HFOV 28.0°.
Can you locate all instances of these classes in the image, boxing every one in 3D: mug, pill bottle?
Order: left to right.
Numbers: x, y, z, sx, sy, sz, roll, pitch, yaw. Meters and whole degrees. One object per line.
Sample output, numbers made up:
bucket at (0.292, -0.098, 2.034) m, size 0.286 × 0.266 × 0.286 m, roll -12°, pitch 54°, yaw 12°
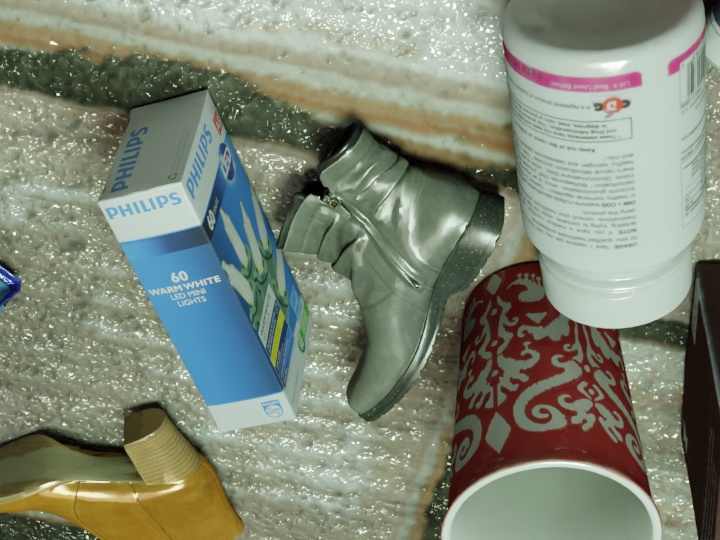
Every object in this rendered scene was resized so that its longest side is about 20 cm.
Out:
mug at (0.123, 0.115, 0.958) m, size 0.133 × 0.200 × 0.178 m, roll -8°, pitch 129°, yaw 10°
pill bottle at (0.148, -0.071, 0.861) m, size 0.113 × 0.114 × 0.201 m, roll -5°, pitch 128°, yaw 8°

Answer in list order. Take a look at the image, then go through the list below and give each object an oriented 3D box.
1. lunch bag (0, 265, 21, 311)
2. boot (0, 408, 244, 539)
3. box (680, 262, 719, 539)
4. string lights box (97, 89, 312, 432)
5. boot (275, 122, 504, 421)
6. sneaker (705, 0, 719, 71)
lunch bag at (-0.363, 0.004, 0.985) m, size 0.150 × 0.094 × 0.200 m, roll -35°, pitch 110°, yaw 31°
boot at (-0.203, 0.191, 1.125) m, size 0.200 × 0.071 × 0.144 m, roll -17°, pitch 123°, yaw 11°
box at (0.325, 0.105, 0.958) m, size 0.199 × 0.165 × 0.167 m, roll -2°, pitch 129°, yaw 6°
string lights box at (-0.096, -0.003, 0.940) m, size 0.059 × 0.103 × 0.201 m, roll -11°, pitch 128°, yaw 15°
boot at (0.000, 0.000, 0.969) m, size 0.130 × 0.068 × 0.201 m, roll 23°, pitch 120°, yaw -9°
sneaker at (0.312, -0.145, 0.812) m, size 0.201 × 0.077 × 0.146 m, roll 20°, pitch 130°, yaw -11°
